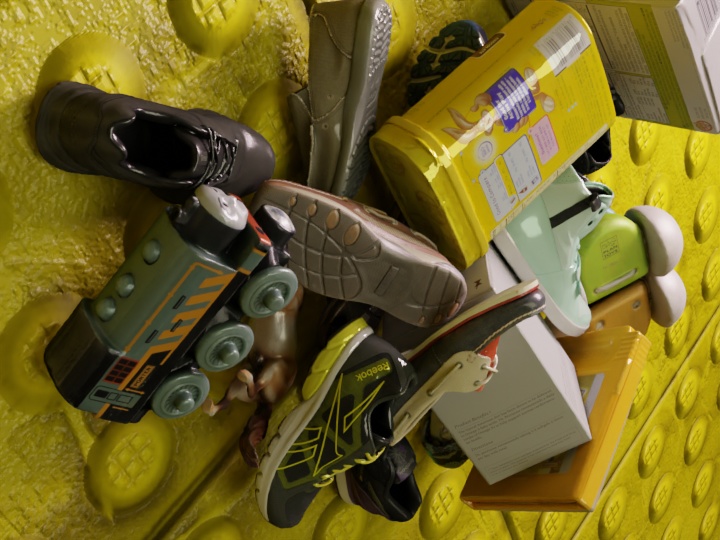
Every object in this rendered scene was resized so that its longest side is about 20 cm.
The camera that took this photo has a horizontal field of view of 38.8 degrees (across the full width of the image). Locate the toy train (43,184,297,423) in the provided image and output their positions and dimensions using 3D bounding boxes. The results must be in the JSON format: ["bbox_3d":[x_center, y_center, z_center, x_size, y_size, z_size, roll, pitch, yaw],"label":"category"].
[{"bbox_3d":[-0.131,0.027,0.722,0.200,0.085,0.114,-48,143,15],"label":"toy train"}]

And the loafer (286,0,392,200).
[{"bbox_3d":[-0.024,-0.131,0.849,0.075,0.069,0.202,-48,153,-62],"label":"loafer"}]

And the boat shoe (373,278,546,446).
[{"bbox_3d":[0.079,0.077,0.856,0.199,0.063,0.071,-37,169,26],"label":"boat shoe"}]

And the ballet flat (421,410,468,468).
[{"bbox_3d":[0.123,0.116,1.107,0.074,0.074,0.202,34,76,-50],"label":"ballet flat"}]

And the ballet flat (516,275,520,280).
[{"bbox_3d":[0.175,-0.060,1.070,0.070,0.070,0.202,-97,179,-50],"label":"ballet flat"}]

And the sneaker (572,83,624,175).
[{"bbox_3d":[0.213,-0.117,1.070,0.075,0.088,0.201,-26,146,-30],"label":"sneaker"}]

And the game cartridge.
[{"bbox_3d":[0.197,0.151,1.044,0.032,0.176,0.201,38,61,-22],"label":"game cartridge"}]

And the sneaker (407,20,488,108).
[{"bbox_3d":[0.094,-0.142,0.982,0.085,0.076,0.202,-31,134,-51],"label":"sneaker"}]

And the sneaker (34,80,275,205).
[{"bbox_3d":[-0.125,-0.080,0.720,0.199,0.090,0.077,1,101,-51],"label":"sneaker"}]

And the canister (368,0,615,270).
[{"bbox_3d":[0.120,-0.120,0.888,0.200,0.086,0.149,-42,132,-13],"label":"canister"}]

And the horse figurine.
[{"bbox_3d":[-0.078,0.057,0.848,0.132,0.049,0.203,19,80,-72],"label":"horse figurine"}]

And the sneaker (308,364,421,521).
[{"bbox_3d":[0.015,0.152,0.962,0.076,0.087,0.202,-40,130,-30],"label":"sneaker"}]

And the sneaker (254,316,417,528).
[{"bbox_3d":[-0.021,0.141,0.845,0.074,0.084,0.202,-20,138,-62],"label":"sneaker"}]

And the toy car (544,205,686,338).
[{"bbox_3d":[0.267,0.004,1.174,0.174,0.150,0.201,-26,132,-7],"label":"toy car"}]

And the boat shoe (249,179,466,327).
[{"bbox_3d":[-0.005,-0.019,0.828,0.199,0.072,0.076,29,113,-26],"label":"boat shoe"}]

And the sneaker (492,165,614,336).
[{"bbox_3d":[0.211,-0.018,0.995,0.118,0.074,0.201,-34,132,10],"label":"sneaker"}]

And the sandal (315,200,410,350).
[{"bbox_3d":[0.000,0.000,0.925,0.082,0.054,0.201,86,25,-45],"label":"sandal"}]

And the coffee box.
[{"bbox_3d":[0.295,-0.292,1.050,0.201,0.196,0.200,-61,141,-13],"label":"coffee box"}]

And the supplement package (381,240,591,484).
[{"bbox_3d":[0.119,0.081,0.976,0.201,0.116,0.118,54,20,-26],"label":"supplement package"}]
